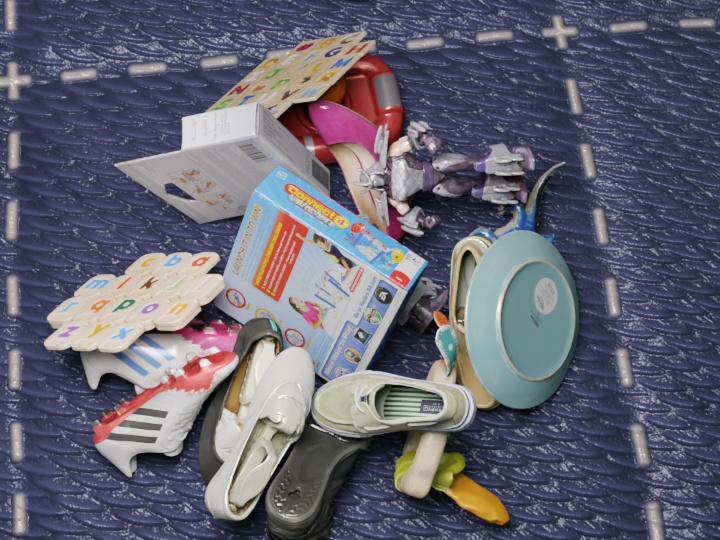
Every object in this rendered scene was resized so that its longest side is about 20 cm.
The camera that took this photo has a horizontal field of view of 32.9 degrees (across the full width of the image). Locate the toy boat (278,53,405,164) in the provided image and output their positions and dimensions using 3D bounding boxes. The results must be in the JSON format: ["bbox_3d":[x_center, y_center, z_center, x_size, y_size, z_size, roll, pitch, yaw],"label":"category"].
[{"bbox_3d":[-0.046,-0.202,1.450,0.198,0.131,0.131,-11,73,-5],"label":"toy boat"}]

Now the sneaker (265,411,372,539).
[{"bbox_3d":[-0.048,0.231,1.354,0.076,0.115,0.200,23,46,10],"label":"sneaker"}]

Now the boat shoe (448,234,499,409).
[{"bbox_3d":[0.126,0.064,1.369,0.071,0.076,0.202,-7,98,15],"label":"boat shoe"}]

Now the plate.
[{"bbox_3d":[0.191,0.055,1.367,0.199,0.025,0.202,1,89,-42],"label":"plate"}]

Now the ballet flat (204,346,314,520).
[{"bbox_3d":[-0.095,0.178,1.289,0.069,0.069,0.201,28,83,7],"label":"ballet flat"}]

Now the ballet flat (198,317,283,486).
[{"bbox_3d":[-0.131,0.150,1.343,0.068,0.068,0.202,14,90,-25],"label":"ballet flat"}]

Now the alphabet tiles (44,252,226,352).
[{"bbox_3d":[-0.251,0.035,1.356,0.199,0.015,0.196,-1,31,32],"label":"alphabet tiles"}]

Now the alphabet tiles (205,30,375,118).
[{"bbox_3d":[-0.080,-0.220,1.388,0.166,0.006,0.200,-2,34,38],"label":"alphabet tiles"}]

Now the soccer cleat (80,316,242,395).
[{"bbox_3d":[-0.219,0.100,1.394,0.198,0.070,0.087,1,99,-7],"label":"soccer cleat"}]

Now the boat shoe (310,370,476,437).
[{"bbox_3d":[0.024,0.136,1.279,0.199,0.062,0.073,-6,71,33],"label":"boat shoe"}]

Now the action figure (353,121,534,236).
[{"bbox_3d":[0.090,-0.107,1.369,0.198,0.131,0.070,-4,36,-7],"label":"action figure"}]

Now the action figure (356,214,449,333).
[{"bbox_3d":[0.000,0.000,1.396,0.199,0.130,0.070,31,57,-4],"label":"action figure"}]

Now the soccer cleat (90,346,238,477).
[{"bbox_3d":[-0.206,0.156,1.342,0.199,0.069,0.085,-32,101,14],"label":"soccer cleat"}]

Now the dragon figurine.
[{"bbox_3d":[0.192,-0.030,1.441,0.200,0.059,0.099,-43,81,-9],"label":"dragon figurine"}]

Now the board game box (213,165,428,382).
[{"bbox_3d":[-0.049,0.015,1.346,0.195,0.201,0.056,34,46,6],"label":"board game box"}]

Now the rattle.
[{"bbox_3d":[0.120,0.162,1.338,0.142,0.130,0.201,17,82,12],"label":"rattle"}]

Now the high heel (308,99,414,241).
[{"bbox_3d":[-0.005,-0.108,1.408,0.067,0.200,0.096,2,60,37],"label":"high heel"}]

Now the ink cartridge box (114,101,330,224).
[{"bbox_3d":[-0.149,-0.115,1.361,0.172,0.200,0.044,-8,70,20],"label":"ink cartridge box"}]
